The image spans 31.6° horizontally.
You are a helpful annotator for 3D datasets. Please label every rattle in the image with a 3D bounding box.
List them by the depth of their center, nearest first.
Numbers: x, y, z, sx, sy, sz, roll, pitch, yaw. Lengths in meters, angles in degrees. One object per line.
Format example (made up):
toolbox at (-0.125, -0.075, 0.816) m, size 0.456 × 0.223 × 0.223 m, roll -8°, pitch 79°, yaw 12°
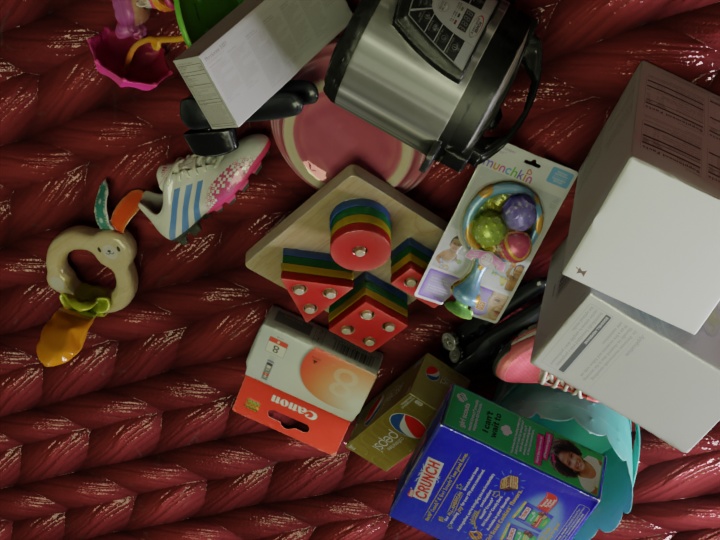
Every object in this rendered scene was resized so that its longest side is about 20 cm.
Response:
rattle at (-0.340, 0.000, 1.571) m, size 0.130 × 0.143 × 0.200 m, roll 47°, pitch 132°, yaw 4°

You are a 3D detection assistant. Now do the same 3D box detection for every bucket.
bucket at (0.239, 0.211, 1.548) m, size 0.204 × 0.136 × 0.210 m, roll 8°, pitch 127°, yaw 10°

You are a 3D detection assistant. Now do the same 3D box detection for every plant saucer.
plant saucer at (-0.009, -0.156, 1.414) m, size 0.197 × 0.051 × 0.203 m, roll 7°, pitch 126°, yaw 10°

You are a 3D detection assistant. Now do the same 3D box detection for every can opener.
can opener at (-0.123, -0.180, 1.389) m, size 0.198 × 0.064 × 0.079 m, roll -8°, pitch 124°, yaw 40°
can opener at (0.162, 0.064, 1.511) m, size 0.078 × 0.064 × 0.200 m, roll -4°, pitch 151°, yaw -36°

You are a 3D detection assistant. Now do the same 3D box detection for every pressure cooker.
pressure cooker at (0.082, -0.207, 1.272) m, size 0.198 × 0.179 × 0.177 m, roll 30°, pitch 117°, yaw 0°

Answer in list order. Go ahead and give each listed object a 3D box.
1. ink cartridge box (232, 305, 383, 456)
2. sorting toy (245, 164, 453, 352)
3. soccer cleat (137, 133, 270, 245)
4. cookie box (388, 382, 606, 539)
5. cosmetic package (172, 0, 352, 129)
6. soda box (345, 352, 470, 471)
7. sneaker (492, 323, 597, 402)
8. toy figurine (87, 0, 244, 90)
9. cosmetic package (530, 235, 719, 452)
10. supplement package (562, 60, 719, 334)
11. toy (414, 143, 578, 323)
ink cartridge box at (-0.078, 0.157, 1.657) m, size 0.160 × 0.050 × 0.202 m, roll 24°, pitch 124°, yaw -1°
sorting toy at (0.000, 0.000, 1.469) m, size 0.197 × 0.070 × 0.199 m, roll 29°, pitch 132°, yaw -30°
soccer cleat at (-0.188, -0.107, 1.488) m, size 0.086 × 0.070 × 0.199 m, roll 41°, pitch 126°, yaw -15°
cookie box at (0.155, 0.247, 1.466) m, size 0.198 × 0.076 × 0.172 m, roll 25°, pitch 128°, yaw -1°
cosmetic package at (-0.095, -0.235, 1.290) m, size 0.050 × 0.200 × 0.083 m, roll 4°, pitch 131°, yaw 46°
soda box at (0.056, 0.180, 1.589) m, size 0.067 × 0.065 × 0.200 m, roll 32°, pitch 146°, yaw -8°
sneaker at (0.251, 0.111, 1.461) m, size 0.197 × 0.087 × 0.074 m, roll -4°, pitch 135°, yaw -14°
toy figurine at (-0.218, -0.273, 1.359) m, size 0.182 × 0.150 × 0.203 m, roll -11°, pitch 100°, yaw 33°
cosmetic package at (0.308, 0.050, 1.373) m, size 0.198 × 0.200 × 0.123 m, roll 30°, pitch 128°, yaw -7°
supplement package at (0.309, -0.076, 1.283) m, size 0.149 × 0.201 × 0.153 m, roll 24°, pitch 128°, yaw -2°
toy at (0.153, -0.032, 1.404) m, size 0.114 × 0.047 × 0.202 m, roll 18°, pitch 114°, yaw -22°
